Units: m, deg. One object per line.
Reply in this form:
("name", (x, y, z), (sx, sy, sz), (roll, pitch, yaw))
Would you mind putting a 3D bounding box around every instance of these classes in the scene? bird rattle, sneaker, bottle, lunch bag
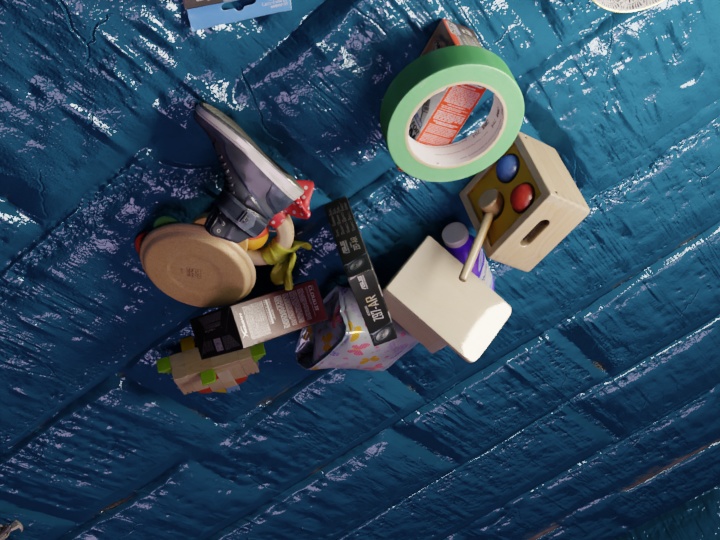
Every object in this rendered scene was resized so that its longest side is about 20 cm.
("bird rattle", (-0.155, -0.065, 1.458), (0.161, 0.113, 0.201), (1, 136, 2))
("sneaker", (-0.200, -0.132, 1.324), (0.146, 0.077, 0.202), (-43, 113, 7))
("bottle", (0.197, -0.011, 1.667), (0.065, 0.084, 0.201), (-1, 145, 22))
("lunch bag", (-0.014, 0.120, 1.695), (0.168, 0.128, 0.200), (6, 146, -29))

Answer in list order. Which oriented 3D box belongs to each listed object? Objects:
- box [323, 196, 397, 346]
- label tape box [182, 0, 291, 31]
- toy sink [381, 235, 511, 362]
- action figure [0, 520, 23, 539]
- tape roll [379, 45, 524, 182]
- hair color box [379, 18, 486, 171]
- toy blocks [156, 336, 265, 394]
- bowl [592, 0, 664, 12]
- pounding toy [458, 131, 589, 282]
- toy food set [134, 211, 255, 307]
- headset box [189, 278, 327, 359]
("box", (0.000, 0.000, 1.491), (0.043, 0.201, 0.161), (-20, 132, 1))
("label tape box", (-0.157, -0.381, 1.119), (0.142, 0.067, 0.201), (-13, 138, -7))
("toy sink", (0.144, 0.062, 1.601), (0.131, 0.200, 0.112), (-50, 179, -19))
("action figure", (-0.778, 0.584, 1.939), (0.118, 0.102, 0.201), (-20, 107, 46))
("tape roll", (0.127, -0.215, 1.263), (0.198, 0.048, 0.202), (-9, 139, -8))
("hair color box", (0.110, -0.251, 1.338), (0.063, 0.112, 0.201), (11, 131, -29))
("toy blocks", (-0.268, 0.188, 1.714), (0.198, 0.101, 0.137), (-16, 152, -3))
("bowl", (0.372, -0.461, 1.217), (0.198, 0.095, 0.202), (-12, 141, -10))
("pounding toy", (0.247, -0.095, 1.512), (0.141, 0.185, 0.200), (17, 129, -35))
("toy food set", (-0.265, -0.014, 1.464), (0.195, 0.049, 0.201), (0, 138, 12))
("headset box", (-0.165, 0.081, 1.543), (0.199, 0.078, 0.148), (-19, -179, -38))
